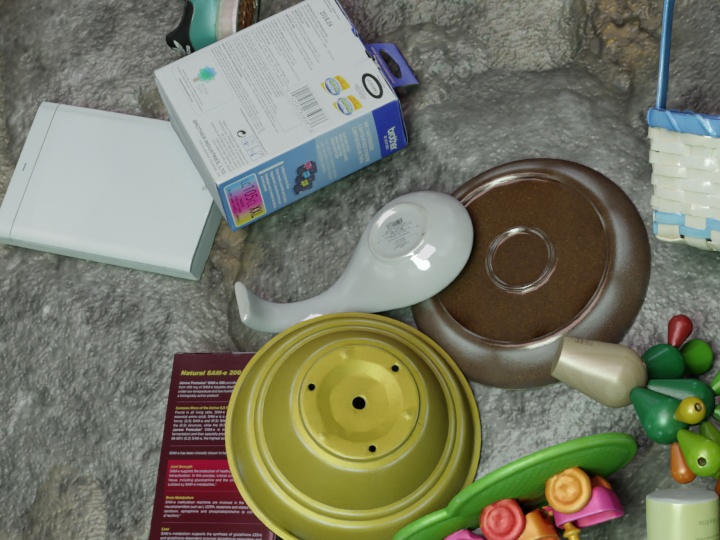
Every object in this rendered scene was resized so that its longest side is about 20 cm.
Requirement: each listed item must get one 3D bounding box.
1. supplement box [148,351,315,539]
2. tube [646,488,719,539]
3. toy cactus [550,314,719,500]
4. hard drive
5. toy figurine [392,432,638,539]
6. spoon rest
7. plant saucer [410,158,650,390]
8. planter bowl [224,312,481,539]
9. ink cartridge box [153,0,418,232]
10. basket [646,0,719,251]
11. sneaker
[{"bbox_3d":[-0.102,0.166,1.797,0.108,0.061,0.201,-1,67,18],"label":"supplement box"},{"bbox_3d":[0.227,0.253,1.581,0.058,0.052,0.201,-1,96,1],"label":"tube"},{"bbox_3d":[0.222,0.083,1.644,0.164,0.103,0.200,19,33,-3],"label":"toy cactus"},{"bbox_3d":[-0.209,-0.071,1.965,0.199,0.027,0.133,11,71,24],"label":"hard drive"},{"bbox_3d":[0.139,0.241,1.644,0.199,0.150,0.185,-26,70,16],"label":"toy figurine"},{"bbox_3d":[0.000,0.000,1.831,0.199,0.061,0.100,-22,53,13],"label":"spoon rest"},{"bbox_3d":[0.129,-0.005,1.808,0.199,0.032,0.201,-8,64,16],"label":"plant saucer"},{"bbox_3d":[-0.003,0.111,1.731,0.199,0.084,0.202,1,68,-3],"label":"planter bowl"},{"bbox_3d":[-0.052,-0.141,1.897,0.199,0.076,0.137,-27,60,-7],"label":"ink cartridge box"},{"bbox_3d":[0.299,-0.112,1.719,0.175,0.139,0.201,14,102,25],"label":"basket"},{"bbox_3d":[-0.129,-0.281,2.006,0.079,0.071,0.201,0,68,15],"label":"sneaker"}]
